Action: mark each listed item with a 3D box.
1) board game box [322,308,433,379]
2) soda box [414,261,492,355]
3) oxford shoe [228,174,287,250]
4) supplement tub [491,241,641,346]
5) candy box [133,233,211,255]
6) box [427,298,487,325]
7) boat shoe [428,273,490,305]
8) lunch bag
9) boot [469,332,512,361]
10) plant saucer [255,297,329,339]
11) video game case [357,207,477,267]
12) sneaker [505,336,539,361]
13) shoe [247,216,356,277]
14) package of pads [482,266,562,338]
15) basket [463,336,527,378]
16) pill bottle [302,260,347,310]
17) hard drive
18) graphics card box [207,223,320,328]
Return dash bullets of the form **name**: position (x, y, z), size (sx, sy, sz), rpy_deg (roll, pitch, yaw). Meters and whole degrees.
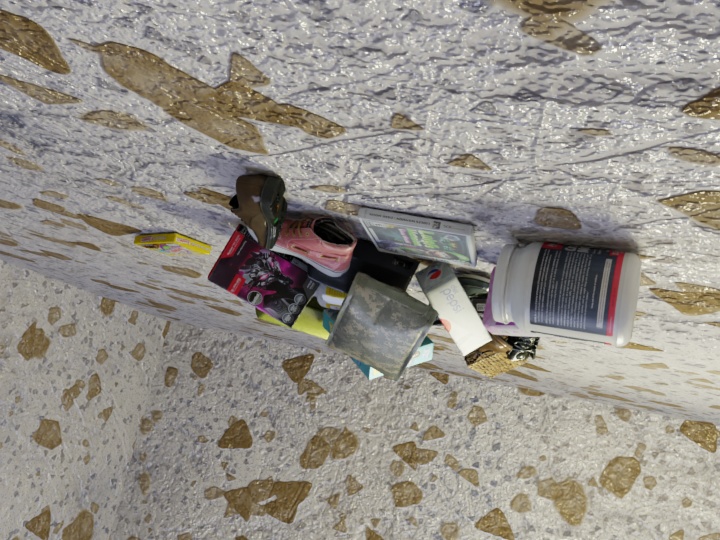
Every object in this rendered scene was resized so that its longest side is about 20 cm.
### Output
- **board game box**: position (0.034, 0.132, 1.561), size (0.151, 0.047, 0.200), rpy_deg (-14, -145, -27)
- **soda box**: position (0.177, 0.071, 1.419), size (0.068, 0.063, 0.200), rpy_deg (-29, 129, 6)
- **oxford shoe**: position (-0.165, -0.099, 1.210), size (0.084, 0.073, 0.200), rpy_deg (15, 153, 5)
- **supplement tub**: position (0.310, 0.032, 1.130), size (0.200, 0.141, 0.140), rpy_deg (8, 167, 22)
- **candy box**: position (-0.455, -0.062, 1.810), size (0.102, 0.026, 0.200), rpy_deg (19, 167, -41)
- **box**: position (0.258, 0.094, 1.626), size (0.157, 0.050, 0.200), rpy_deg (4, 172, -23)
- **boat shoe**: position (0.202, 0.047, 1.510), size (0.073, 0.062, 0.200), rpy_deg (20, 166, -26)
- **lunch bag**: position (0.042, 0.089, 1.386), size (0.164, 0.118, 0.200), rpy_deg (28, 144, 1)
- **boot**: position (0.281, 0.171, 1.665), size (0.074, 0.075, 0.200), rpy_deg (45, 174, 4)
- **plant saucer**: position (-0.139, 0.039, 1.647), size (0.200, 0.200, 0.048), rpy_deg (21, 130, -33)
- **video game case**: position (0.101, -0.052, 1.255), size (0.182, 0.023, 0.200), rpy_deg (10, 168, 13)
- **sneaker**: position (0.376, 0.143, 1.656), size (0.076, 0.114, 0.199), rpy_deg (13, 166, -7)
- **shoe**: position (-0.101, -0.068, 1.313), size (0.200, 0.072, 0.091), rpy_deg (27, 142, 3)
- **package of pads**: position (0.309, 0.054, 1.283), size (0.076, 0.121, 0.200), rpy_deg (22, 165, -36)
- **basket**: position (0.347, 0.179, 1.977), size (0.143, 0.149, 0.200), rpy_deg (-28, 152, 19)
- **pill bottle**: position (-0.026, 0.031, 1.566), size (0.200, 0.111, 0.111), rpy_deg (11, 168, 9)
- **hard drive**: position (0.000, 0.000, 1.432), size (0.200, 0.042, 0.135), rpy_deg (18, 142, -4)
- **graphics card box**: position (-0.189, 0.012, 1.501), size (0.200, 0.126, 0.051), rpy_deg (31, -162, -9)
